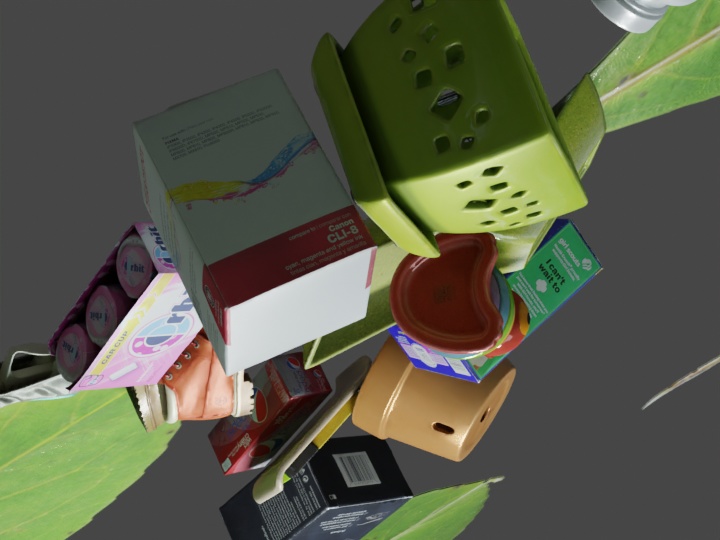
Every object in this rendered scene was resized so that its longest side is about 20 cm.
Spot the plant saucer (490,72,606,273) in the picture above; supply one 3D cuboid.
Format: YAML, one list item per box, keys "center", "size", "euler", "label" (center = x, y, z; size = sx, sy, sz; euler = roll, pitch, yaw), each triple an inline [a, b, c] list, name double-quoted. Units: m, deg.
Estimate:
- center: [0.192, -0.084, 1.611]
  size: [0.201, 0.048, 0.200]
  euler: [-56, 173, -8]
  label: "plant saucer"

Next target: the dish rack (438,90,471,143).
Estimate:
- center: [0.093, -0.117, 1.596]
  size: [0.152, 0.055, 0.200]
  euler: [-24, 156, -9]
  label: "dish rack"

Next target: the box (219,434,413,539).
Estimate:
- center: [-0.066, 0.345, 2.301]
  size: [0.196, 0.118, 0.200]
  euler: [3, 142, -50]
  label: "box"

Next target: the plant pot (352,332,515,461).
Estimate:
- center: [0.101, 0.142, 1.932]
  size: [0.200, 0.139, 0.200]
  euler: [-52, 163, -23]
  label: "plant pot"

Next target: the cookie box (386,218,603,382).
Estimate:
- center: [0.148, 0.028, 1.757]
  size: [0.200, 0.075, 0.171]
  euler: [-41, -163, -16]
  label: "cookie box"

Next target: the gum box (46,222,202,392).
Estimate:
- center: [-0.218, 0.040, 1.554]
  size: [0.113, 0.066, 0.200]
  euler: [-2, 142, -47]
  label: "gum box"

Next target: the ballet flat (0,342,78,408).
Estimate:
- center: [-0.372, 0.109, 1.578]
  size: [0.199, 0.067, 0.064]
  euler: [-12, 126, -33]
  label: "ballet flat"

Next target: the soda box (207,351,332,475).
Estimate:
- center: [-0.117, 0.182, 1.980]
  size: [0.070, 0.064, 0.200]
  euler: [-7, 150, -38]
  label: "soda box"

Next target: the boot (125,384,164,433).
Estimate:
- center: [-0.167, 0.098, 1.748]
  size: [0.199, 0.066, 0.176]
  euler: [-22, 154, -15]
  label: "boot"

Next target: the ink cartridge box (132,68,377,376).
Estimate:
- center: [-0.095, -0.043, 1.364]
  size: [0.144, 0.201, 0.146]
  euler: [-23, 158, -15]
  label: "ink cartridge box"

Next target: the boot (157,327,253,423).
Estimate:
- center: [-0.172, 0.079, 1.635]
  size: [0.106, 0.075, 0.201]
  euler: [-9, 123, -15]
  label: "boot"

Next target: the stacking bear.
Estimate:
- center: [0.112, 0.039, 1.561]
  size: [0.113, 0.123, 0.200]
  euler: [-8, 166, 20]
  label: "stacking bear"

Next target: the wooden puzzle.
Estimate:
- center: [-0.058, 0.207, 1.962]
  size: [0.200, 0.037, 0.185]
  euler: [-52, -179, -19]
  label: "wooden puzzle"

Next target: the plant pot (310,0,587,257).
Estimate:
- center: [0.073, -0.134, 1.373]
  size: [0.180, 0.200, 0.200]
  euler: [-24, 158, 11]
  label: "plant pot"

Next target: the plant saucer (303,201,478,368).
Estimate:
- center: [0.029, -0.007, 1.578]
  size: [0.199, 0.048, 0.200]
  euler: [-26, 157, -30]
  label: "plant saucer"

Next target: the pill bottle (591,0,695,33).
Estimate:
- center: [0.285, -0.303, 1.346]
  size: [0.108, 0.109, 0.200]
  euler: [-4, 149, -42]
  label: "pill bottle"
